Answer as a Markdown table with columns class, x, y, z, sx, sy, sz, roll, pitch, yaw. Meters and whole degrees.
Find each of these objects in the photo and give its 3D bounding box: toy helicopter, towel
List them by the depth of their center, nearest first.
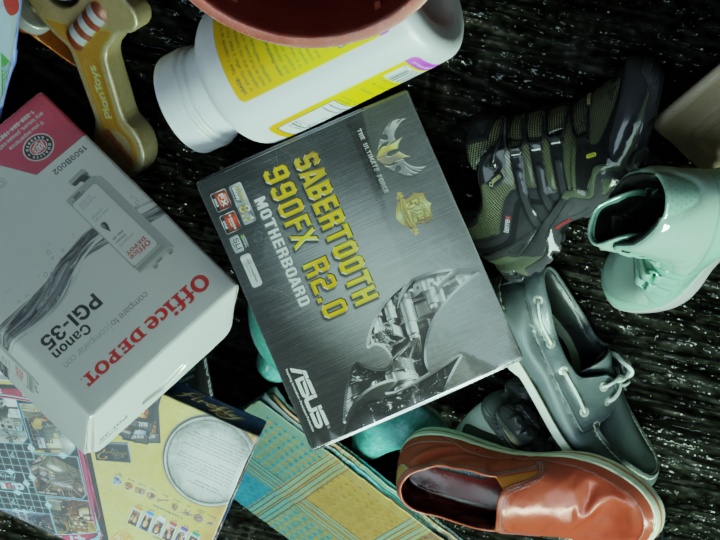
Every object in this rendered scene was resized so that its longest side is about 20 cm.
| class | x | y | z | sx | sy | sz | roll | pitch | yaw |
| --- | --- | --- | --- | --- | --- | --- | --- | --- | --- |
| toy helicopter | -0.192 | -0.159 | 1.645 | 0.132 | 0.079 | 0.200 | -2 | 113 | 38 |
| towel | -0.030 | 0.171 | 1.826 | 0.200 | 0.022 | 0.147 | 38 | 144 | -14 |

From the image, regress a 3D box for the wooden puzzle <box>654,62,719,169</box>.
| class | x | y | z | sx | sy | sz | roll | pitch | yaw |
| --- | --- | --- | --- | --- | --- | --- | --- | --- | --- |
| wooden puzzle | 0.325 | -0.095 | 1.597 | 0.200 | 0.037 | 0.185 | 39 | 122 | -17 |

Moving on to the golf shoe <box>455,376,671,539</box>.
| class | x | y | z | sx | sy | sz | roll | pitch | yaw |
| --- | --- | --- | --- | --- | --- | --- | --- | --- | --- |
| golf shoe | 0.151 | 0.167 | 1.783 | 0.094 | 0.078 | 0.200 | -31 | 104 | 39 |

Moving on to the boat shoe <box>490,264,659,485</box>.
| class | x | y | z | sx | sy | sz | roll | pitch | yaw |
| --- | --- | --- | --- | --- | --- | --- | --- | --- | --- |
| boat shoe | 0.161 | 0.079 | 1.718 | 0.062 | 0.073 | 0.200 | -29 | 106 | 31 |

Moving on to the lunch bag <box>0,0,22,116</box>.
| class | x | y | z | sx | sy | sz | roll | pitch | yaw |
| --- | --- | --- | --- | --- | --- | --- | --- | --- | --- |
| lunch bag | -0.306 | -0.175 | 1.637 | 0.160 | 0.075 | 0.200 | 41 | 128 | 30 |

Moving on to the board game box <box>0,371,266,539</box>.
| class | x | y | z | sx | sy | sz | roll | pitch | yaw |
| --- | --- | --- | --- | --- | --- | --- | --- | --- | --- |
| board game box | -0.184 | 0.128 | 1.701 | 0.200 | 0.035 | 0.136 | 24 | 107 | 1 |

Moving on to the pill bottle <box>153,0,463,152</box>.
| class | x | y | z | sx | sy | sz | roll | pitch | yaw |
| --- | --- | --- | --- | --- | --- | --- | --- | --- | --- |
| pill bottle | -0.038 | -0.151 | 1.601 | 0.200 | 0.104 | 0.104 | -24 | 113 | 25 |

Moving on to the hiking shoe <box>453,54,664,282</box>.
| class | x | y | z | sx | sy | sz | roll | pitch | yaw |
| --- | --- | --- | --- | --- | --- | --- | --- | --- | --- |
| hiking shoe | 0.123 | -0.079 | 1.625 | 0.101 | 0.076 | 0.200 | 31 | 124 | -11 |

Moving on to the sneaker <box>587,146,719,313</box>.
| class | x | y | z | sx | sy | sz | roll | pitch | yaw |
| --- | --- | --- | --- | --- | --- | --- | --- | --- | --- |
| sneaker | 0.185 | -0.026 | 1.596 | 0.118 | 0.074 | 0.200 | 1 | 159 | -26 |

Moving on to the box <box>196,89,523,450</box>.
| class | x | y | z | sx | sy | sz | roll | pitch | yaw |
| --- | --- | --- | --- | --- | --- | --- | --- | --- | --- |
| box | 0.000 | 0.000 | 1.630 | 0.158 | 0.048 | 0.200 | -23 | 91 | 3 |

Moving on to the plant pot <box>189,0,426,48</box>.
| class | x | y | z | sx | sy | sz | roll | pitch | yaw |
| --- | --- | --- | --- | --- | --- | --- | --- | --- | --- |
| plant pot | -0.019 | -0.269 | 1.468 | 0.200 | 0.195 | 0.201 | 6 | 123 | 10 |

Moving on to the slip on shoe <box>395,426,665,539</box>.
| class | x | y | z | sx | sy | sz | roll | pitch | yaw |
| --- | --- | --- | --- | --- | --- | --- | --- | --- | --- |
| slip on shoe | 0.117 | 0.163 | 1.706 | 0.199 | 0.061 | 0.074 | 12 | 124 | 16 |

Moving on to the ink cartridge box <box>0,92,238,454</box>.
| class | x | y | z | sx | sy | sz | roll | pitch | yaw |
| --- | --- | --- | --- | --- | --- | --- | --- | --- | --- |
| ink cartridge box | -0.201 | 0.002 | 1.643 | 0.200 | 0.146 | 0.083 | 43 | 158 | 10 |

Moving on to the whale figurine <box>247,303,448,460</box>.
| class | x | y | z | sx | sy | sz | roll | pitch | yaw |
| --- | --- | --- | --- | --- | --- | --- | --- | --- | --- |
| whale figurine | -0.005 | 0.065 | 1.728 | 0.159 | 0.104 | 0.200 | -12 | 120 | 19 |

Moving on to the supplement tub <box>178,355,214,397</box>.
| class | x | y | z | sx | sy | sz | roll | pitch | yaw |
| --- | --- | --- | --- | --- | --- | --- | --- | --- | --- |
| supplement tub | -0.163 | 0.072 | 1.755 | 0.107 | 0.107 | 0.201 | -5 | 105 | 16 |
